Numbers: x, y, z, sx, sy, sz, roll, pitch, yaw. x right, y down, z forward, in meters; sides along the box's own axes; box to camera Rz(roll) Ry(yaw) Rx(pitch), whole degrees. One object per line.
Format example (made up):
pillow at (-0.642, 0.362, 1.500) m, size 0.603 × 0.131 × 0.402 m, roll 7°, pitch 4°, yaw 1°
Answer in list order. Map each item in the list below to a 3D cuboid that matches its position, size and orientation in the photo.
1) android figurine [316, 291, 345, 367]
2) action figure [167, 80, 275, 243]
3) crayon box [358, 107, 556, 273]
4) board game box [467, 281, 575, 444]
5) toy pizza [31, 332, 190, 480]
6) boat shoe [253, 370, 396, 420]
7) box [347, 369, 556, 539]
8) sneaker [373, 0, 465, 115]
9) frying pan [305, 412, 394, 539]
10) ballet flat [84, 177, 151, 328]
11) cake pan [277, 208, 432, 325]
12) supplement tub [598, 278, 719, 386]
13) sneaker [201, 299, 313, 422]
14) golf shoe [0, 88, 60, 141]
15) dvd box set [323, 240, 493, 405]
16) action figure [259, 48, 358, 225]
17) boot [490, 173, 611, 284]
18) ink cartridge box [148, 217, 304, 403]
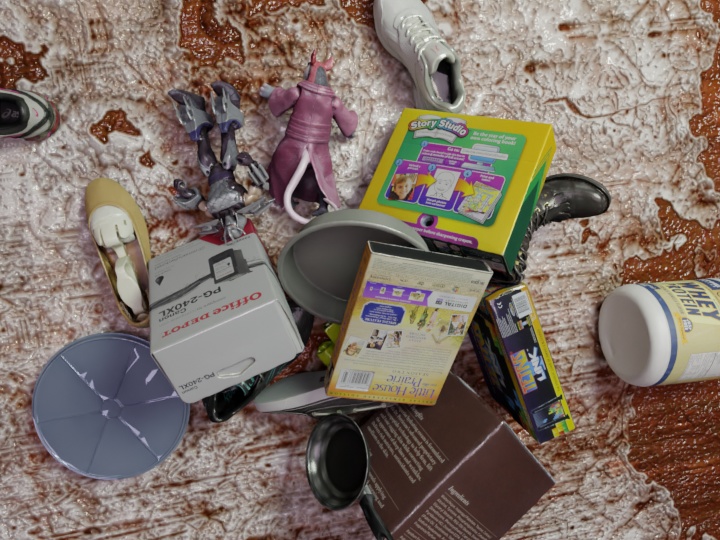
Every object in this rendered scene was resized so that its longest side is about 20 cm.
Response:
android figurine at (0.032, 0.091, 0.809) m, size 0.182 × 0.041 × 0.200 m, roll -40°, pitch 101°, yaw -3°
action figure at (-0.176, -0.128, 0.712) m, size 0.129 × 0.069 × 0.201 m, roll -16°, pitch 80°, yaw 11°
crayon box at (0.115, -0.106, 0.711) m, size 0.199 × 0.058 × 0.173 m, roll 16°, pitch 74°, yaw 30°
board game box at (0.197, 0.104, 0.773) m, size 0.056 × 0.165 × 0.201 m, roll -23°, pitch 100°, yaw -6°
toy pizza at (-0.328, 0.179, 0.766) m, size 0.199 × 0.032 × 0.202 m, roll -1°, pitch 97°, yaw -8°
boat shoe at (-0.047, 0.173, 0.772) m, size 0.199 × 0.071 × 0.064 m, roll -13°, pitch 106°, yaw 16°
box at (0.106, 0.261, 0.758) m, size 0.200 × 0.166 × 0.164 m, roll -43°, pitch 121°, yaw -2°
sneaker at (0.086, -0.286, 0.741) m, size 0.078 × 0.099 × 0.201 m, roll -33°, pitch 101°, yaw -4°
frying pan at (-0.002, 0.243, 0.693) m, size 0.031 × 0.189 × 0.116 m, roll 15°, pitch 88°, yaw -43°
ballet flat at (-0.299, -0.022, 0.730) m, size 0.068 × 0.063 × 0.201 m, roll -19°, pitch 99°, yaw -6°
cake pan at (0.000, 0.000, 0.700) m, size 0.199 × 0.201 × 0.037 m, roll 18°, pitch 49°, yaw -11°
supplement tub at (0.467, 0.086, 0.826) m, size 0.199 × 0.144 × 0.145 m, roll -4°, pitch 98°, yaw -9°
sneaker at (-0.131, 0.125, 0.768) m, size 0.075 × 0.079 × 0.200 m, roll 41°, pitch 88°, yaw -11°
golf shoe at (-0.467, -0.186, 0.668) m, size 0.199 × 0.092 × 0.073 m, roll -5°, pitch 99°, yaw -7°
dvd box set at (0.050, 0.069, 0.668) m, size 0.145 × 0.029 × 0.201 m, roll 8°, pitch 119°, yaw -16°
action figure at (-0.072, -0.170, 0.713) m, size 0.133 × 0.149 × 0.201 m, roll 9°, pitch 109°, yaw -4°
boot at (0.210, -0.047, 0.736) m, size 0.199 × 0.175 × 0.069 m, roll 3°, pitch 134°, yaw 24°
ink cartridge box at (-0.166, 0.038, 0.683) m, size 0.145 × 0.200 × 0.084 m, roll -24°, pitch 125°, yaw -6°
